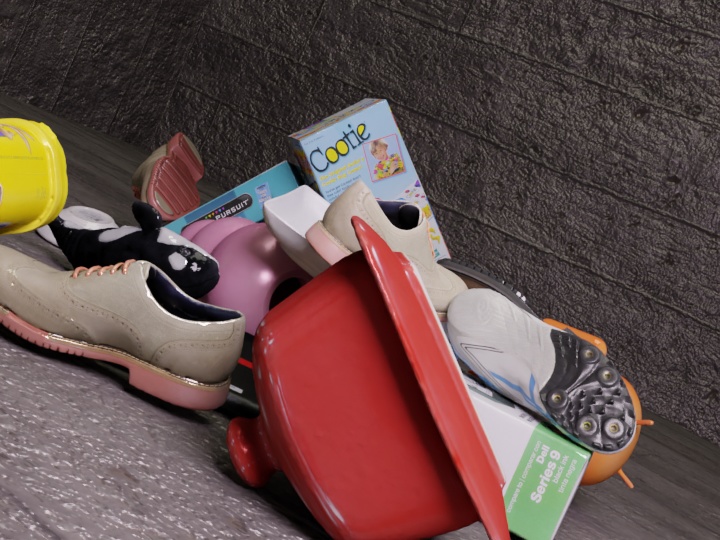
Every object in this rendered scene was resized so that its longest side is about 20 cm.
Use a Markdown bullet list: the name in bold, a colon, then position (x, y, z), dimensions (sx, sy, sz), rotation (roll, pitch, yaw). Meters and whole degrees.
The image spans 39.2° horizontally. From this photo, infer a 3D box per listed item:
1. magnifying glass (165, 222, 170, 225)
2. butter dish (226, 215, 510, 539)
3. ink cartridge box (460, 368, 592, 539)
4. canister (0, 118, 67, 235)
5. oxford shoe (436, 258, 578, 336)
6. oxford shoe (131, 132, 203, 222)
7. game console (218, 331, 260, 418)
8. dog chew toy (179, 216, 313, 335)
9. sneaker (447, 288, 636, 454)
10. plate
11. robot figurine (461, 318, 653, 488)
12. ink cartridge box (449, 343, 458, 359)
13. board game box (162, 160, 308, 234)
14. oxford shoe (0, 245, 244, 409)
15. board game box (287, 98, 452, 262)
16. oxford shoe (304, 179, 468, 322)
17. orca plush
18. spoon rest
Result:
- **magnifying glass**: position (-0.165, -0.069, 1.279), dimensions (0.199, 0.079, 0.023), rotation (-21, 82, -48)
- **butter dish**: position (-0.010, 0.082, 0.601), dimensions (0.199, 0.146, 0.203), rotation (-102, 168, -86)
- **ink cartridge box**: position (0.088, 0.137, 0.841), dimensions (0.198, 0.085, 0.146), rotation (26, 3, 16)
- **canister**: position (-0.307, -0.062, 0.695), dimensions (0.145, 0.088, 0.200), rotation (-4, 5, 5)
- **oxford shoe**: position (0.131, 0.062, 0.927), dimensions (0.199, 0.085, 0.073), rotation (41, 0, 28)
- **oxford shoe**: position (-0.233, -0.095, 1.184), dimensions (0.071, 0.074, 0.201), rotation (57, 13, -19)
- **game console**: position (-0.115, 0.077, 0.809), dimensions (0.197, 0.031, 0.177), rotation (24, 10, -4)
- **dog chew toy**: position (-0.123, 0.004, 1.012), dimensions (0.123, 0.126, 0.199), rotation (21, 1, -42)
- **sneaker**: position (0.146, 0.084, 0.818), dimensions (0.200, 0.072, 0.073), rotation (39, -17, 43)
- **plate**: position (0.000, 0.000, 0.937), dimensions (0.199, 0.032, 0.200), rotation (38, 11, 0)
- **robot figurine**: position (0.187, 0.133, 0.987), dimensions (0.198, 0.145, 0.117), rotation (27, -8, 31)
- **ink cartridge box**: position (0.028, 0.092, 1.123), dimensions (0.198, 0.077, 0.136), rotation (25, 5, 17)
- **board game box**: position (-0.144, -0.054, 1.166), dimensions (0.048, 0.197, 0.151), rotation (64, 8, 5)
- **oxford shoe**: position (-0.169, 0.018, 0.674), dimensions (0.197, 0.075, 0.071), rotation (23, 19, -6)
- **board game box**: position (0.011, -0.071, 1.095), dimensions (0.103, 0.103, 0.203), rotation (-139, -156, -75)
- **oxford shoe**: position (0.043, -0.012, 0.850), dimensions (0.199, 0.074, 0.071), rotation (25, 17, -49)
- **orca plush**: position (-0.226, -0.010, 0.914), dimensions (0.198, 0.107, 0.071), rotation (28, 34, 17)
- **spoon rest**: position (-0.284, -0.040, 1.144), dimensions (0.098, 0.062, 0.200), rotation (25, 17, 16)
